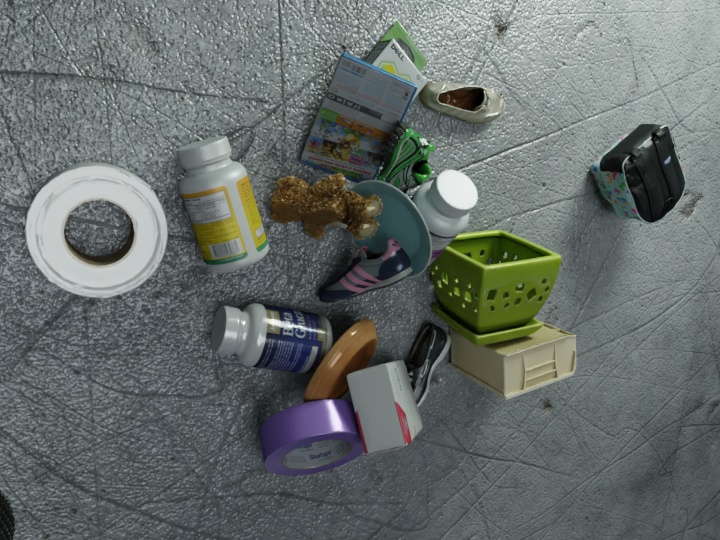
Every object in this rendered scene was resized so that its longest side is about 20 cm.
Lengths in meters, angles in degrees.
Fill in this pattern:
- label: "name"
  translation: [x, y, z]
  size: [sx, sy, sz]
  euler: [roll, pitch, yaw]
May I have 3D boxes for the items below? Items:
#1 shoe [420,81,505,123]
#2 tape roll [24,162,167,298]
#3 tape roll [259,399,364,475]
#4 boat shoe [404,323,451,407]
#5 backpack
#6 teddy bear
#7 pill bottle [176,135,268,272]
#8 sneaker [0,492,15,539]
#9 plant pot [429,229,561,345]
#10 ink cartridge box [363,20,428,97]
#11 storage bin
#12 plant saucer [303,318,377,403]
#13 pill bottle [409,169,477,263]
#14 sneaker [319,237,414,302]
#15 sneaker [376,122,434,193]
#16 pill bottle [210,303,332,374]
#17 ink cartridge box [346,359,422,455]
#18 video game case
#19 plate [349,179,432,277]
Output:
- label: "shoe"
  translation: [0.213, -0.331, 1.176]
  size: [0.198, 0.053, 0.071]
  euler: [-1, 103, -27]
- label: "tape roll"
  translation: [-0.402, -0.064, 0.918]
  size: [0.200, 0.071, 0.205]
  euler: [-7, 105, -25]
- label: "tape roll"
  translation: [-0.086, 0.315, 1.115]
  size: [0.198, 0.066, 0.201]
  euler: [-11, 146, -8]
- label: "boat shoe"
  translation: [0.118, 0.207, 1.257]
  size: [0.060, 0.075, 0.201]
  euler: [35, 74, -30]
- label: "backpack"
  translation: [0.646, -0.214, 1.374]
  size: [0.177, 0.150, 0.201]
  euler: [-40, 110, -10]
- label: "teddy bear"
  translation: [-0.057, -0.114, 1.057]
  size: [0.198, 0.067, 0.146]
  euler: [1, 144, 11]
- label: "pill bottle"
  translation: [-0.228, -0.109, 0.972]
  size: [0.112, 0.113, 0.202]
  euler: [-23, 112, -20]
- label: "sneaker"
  translation: [-0.626, 0.372, 0.923]
  size: [0.093, 0.070, 0.201]
  euler: [-22, 115, -2]
- label: "plant pot"
  translation: [0.261, 0.035, 1.218]
  size: [0.197, 0.200, 0.184]
  euler: [-8, 114, -25]
- label: "ink cartridge box"
  translation: [0.051, -0.346, 1.085]
  size: [0.104, 0.059, 0.201]
  euler: [42, 82, -29]
- label: "storage bin"
  translation: [0.322, 0.171, 1.277]
  size: [0.197, 0.200, 0.095]
  euler: [-12, 106, -24]
- label: "plant saucer"
  translation: [-0.029, 0.181, 1.119]
  size: [0.200, 0.037, 0.201]
  euler: [-48, 162, -21]
- label: "pill bottle"
  translation: [0.132, -0.094, 1.101]
  size: [0.111, 0.200, 0.113]
  euler: [11, 58, -18]
- label: "sneaker"
  translation: [0.000, 0.000, 1.102]
  size: [0.198, 0.070, 0.083]
  euler: [-20, 98, 25]
- label: "sneaker"
  translation: [0.078, -0.168, 1.087]
  size: [0.085, 0.201, 0.078]
  euler: [32, 59, 11]
- label: "pill bottle"
  translation: [-0.159, 0.120, 1.065]
  size: [0.198, 0.111, 0.112]
  euler: [13, 97, -29]
- label: "ink cartridge box"
  translation: [0.050, 0.253, 1.130]
  size: [0.085, 0.200, 0.149]
  euler: [-17, 79, 10]
- label: "video game case"
  translation: [-0.006, -0.257, 1.042]
  size: [0.142, 0.018, 0.201]
  euler: [17, 119, -18]
- label: "plate"
  translation: [0.053, -0.077, 1.084]
  size: [0.026, 0.199, 0.202]
  euler: [-38, 118, -34]
